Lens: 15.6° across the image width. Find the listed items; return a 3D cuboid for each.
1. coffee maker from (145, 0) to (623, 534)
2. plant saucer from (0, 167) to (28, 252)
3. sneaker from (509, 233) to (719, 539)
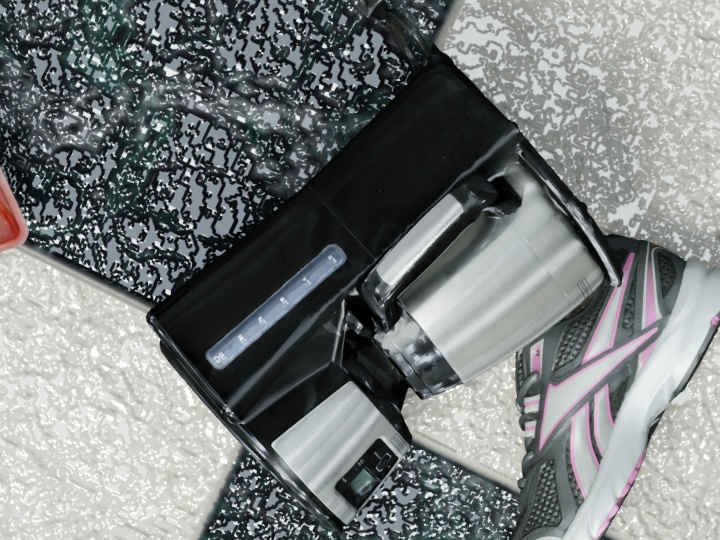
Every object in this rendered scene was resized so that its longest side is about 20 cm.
[{"bbox_3d":[0.000,0.000,1.292,0.200,0.192,0.135,-40,133,-1],"label":"coffee maker"},{"bbox_3d":[-0.284,-0.076,1.262,0.198,0.037,0.201,-16,121,9],"label":"plant saucer"},{"bbox_3d":[0.109,0.072,1.326,0.086,0.080,0.201,28,79,9],"label":"sneaker"}]
